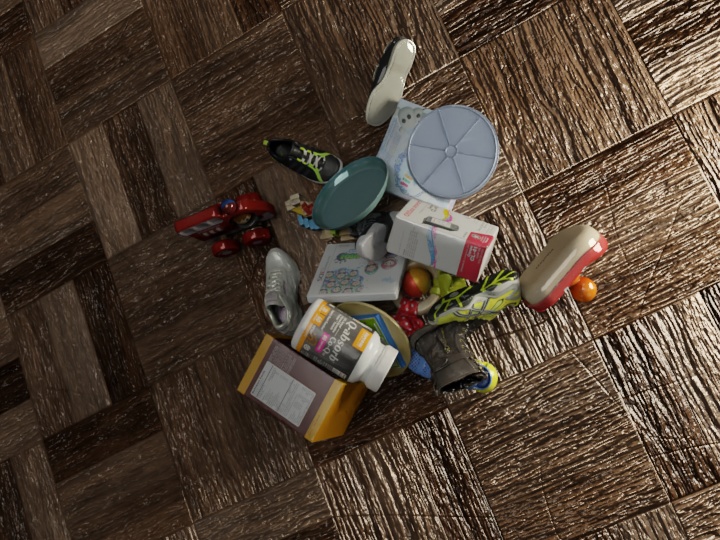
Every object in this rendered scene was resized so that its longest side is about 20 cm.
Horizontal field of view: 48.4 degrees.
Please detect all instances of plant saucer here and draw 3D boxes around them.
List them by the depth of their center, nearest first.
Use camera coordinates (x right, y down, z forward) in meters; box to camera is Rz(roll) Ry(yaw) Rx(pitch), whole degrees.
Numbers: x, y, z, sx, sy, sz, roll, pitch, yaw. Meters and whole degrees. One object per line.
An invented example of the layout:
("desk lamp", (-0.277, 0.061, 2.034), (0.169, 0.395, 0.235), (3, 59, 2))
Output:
("plant saucer", (-0.018, -0.160, 1.714), (0.198, 0.027, 0.202), (-27, 39, 24))

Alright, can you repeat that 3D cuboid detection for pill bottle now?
("pill bottle", (-0.031, 0.152, 1.609), (0.198, 0.116, 0.118), (30, 93, 4))

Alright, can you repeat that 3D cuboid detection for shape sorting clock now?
("shape sorting clock", (0.017, 0.145, 1.685), (0.197, 0.039, 0.202), (15, 132, 18))

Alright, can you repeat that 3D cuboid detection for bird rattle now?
("bird rattle", (0.128, 0.052, 1.703), (0.199, 0.112, 0.164), (-39, 58, 20))

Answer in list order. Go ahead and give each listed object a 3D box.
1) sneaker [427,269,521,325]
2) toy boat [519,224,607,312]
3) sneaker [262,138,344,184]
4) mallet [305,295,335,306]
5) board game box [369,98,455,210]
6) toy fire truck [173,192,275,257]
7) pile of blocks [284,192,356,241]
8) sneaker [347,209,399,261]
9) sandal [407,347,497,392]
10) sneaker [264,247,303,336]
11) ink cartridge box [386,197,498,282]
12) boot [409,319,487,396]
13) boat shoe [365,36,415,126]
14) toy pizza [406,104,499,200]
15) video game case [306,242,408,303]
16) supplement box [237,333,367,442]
("sneaker", (0.229, 0.072, 1.590), (0.197, 0.076, 0.077), (-22, 110, 8))
("toy boat", (0.418, 0.011, 1.594), (0.130, 0.131, 0.201), (39, 98, -12))
("sneaker", (-0.135, -0.251, 1.817), (0.197, 0.083, 0.073), (19, 90, 20))
("mallet", (-0.031, 0.099, 1.767), (0.199, 0.041, 0.066), (39, 99, 15))
("board game box", (0.139, -0.245, 1.744), (0.197, 0.043, 0.203), (24, 91, 19))
("toy fire truck", (-0.300, -0.112, 1.810), (0.197, 0.168, 0.114), (-18, 78, 16))
("pile of blocks", (-0.093, -0.116, 1.797), (0.197, 0.062, 0.083), (18, 89, 20))
("sneaker", (0.012, -0.079, 1.699), (0.112, 0.200, 0.077), (11, 115, 25))
("sandal", (0.182, 0.198, 1.655), (0.197, 0.087, 0.081), (11, 89, 21))
("sneaker", (-0.176, 0.043, 1.787), (0.074, 0.099, 0.203), (-17, 77, 18))
("ink cartridge box", (0.170, -0.065, 1.638), (0.197, 0.148, 0.087), (21, 115, 11))
("boot", (0.205, 0.162, 1.598), (0.198, 0.070, 0.174), (-26, 38, -9))
("boat shoe", (0.058, -0.423, 1.785), (0.060, 0.073, 0.203), (49, 122, 58))
("toy pizza", (0.194, -0.248, 1.689), (0.197, 0.032, 0.204), (-2, 84, 15))
("video game case", (0.000, 0.000, 1.710), (0.196, 0.024, 0.183), (-3, 38, 18))
("supplement box", (-0.115, 0.243, 1.689), (0.198, 0.197, 0.134), (31, 93, 19))
